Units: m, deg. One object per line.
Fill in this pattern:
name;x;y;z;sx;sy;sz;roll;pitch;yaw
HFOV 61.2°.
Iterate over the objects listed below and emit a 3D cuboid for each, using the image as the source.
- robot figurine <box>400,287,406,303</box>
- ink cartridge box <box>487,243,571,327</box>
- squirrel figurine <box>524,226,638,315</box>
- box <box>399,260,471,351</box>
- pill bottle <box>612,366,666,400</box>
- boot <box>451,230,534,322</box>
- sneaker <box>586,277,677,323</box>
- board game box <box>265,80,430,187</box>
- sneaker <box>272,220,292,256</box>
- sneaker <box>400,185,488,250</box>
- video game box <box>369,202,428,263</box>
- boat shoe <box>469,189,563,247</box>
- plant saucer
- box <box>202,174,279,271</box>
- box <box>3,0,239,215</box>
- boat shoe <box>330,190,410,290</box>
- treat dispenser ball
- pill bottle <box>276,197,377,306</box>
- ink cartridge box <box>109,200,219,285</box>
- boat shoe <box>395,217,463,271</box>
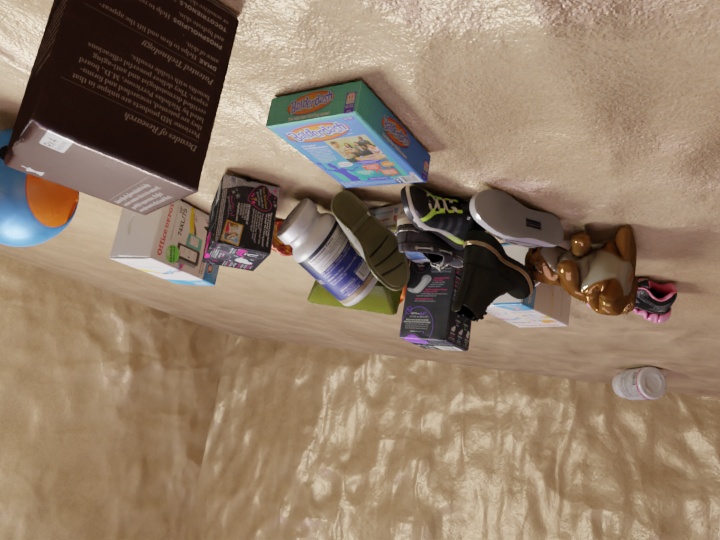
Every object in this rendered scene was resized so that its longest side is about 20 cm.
robot figurine;0.037;0.025;1.451;0.196;0.146;0.117;1;143;38
ink cartridge box;0.341;0.037;1.246;0.197;0.129;0.127;22;162;-37
squirrel figurine;0.393;0.010;1.096;0.183;0.146;0.199;8;165;38
box;0.169;0.059;1.300;0.120;0.206;0.105;-1;163;38
pill bottle;1.025;0.420;2.252;0.110;0.117;0.200;11;167;-4
boot;0.222;0.041;1.046;0.198;0.142;0.076;33;157;-36
sneaker;0.558;0.043;1.263;0.193;0.081;0.097;9;144;5
board game box;-0.011;-0.178;0.841;0.148;0.046;0.199;2;164;33
sneaker;-0.206;-0.084;1.351;0.194;0.075;0.077;16;-172;-5
sneaker;0.148;-0.103;1.018;0.082;0.074;0.197;-32;143;34
video game box;0.112;-0.070;1.173;0.197;0.048;0.179;22;159;-38
boat shoe;0.245;-0.073;0.999;0.196;0.076;0.065;20;159;-28
plant saucer;0.000;0.000;1.323;0.193;0.202;0.049;7;129;10
box;-0.234;-0.086;1.185;0.111;0.137;0.199;11;167;-19
box;-0.251;-0.192;0.643;0.161;0.207;0.164;20;164;-36
boat shoe;0.022;-0.054;1.093;0.074;0.202;0.068;-35;177;1
treat dispenser ball;-0.608;-0.146;1.085;0.194;0.207;0.201;10;166;2
pill bottle;-0.060;-0.037;1.175;0.200;0.117;0.115;43;155;-18
ink cartridge box;-0.428;-0.067;1.375;0.142;0.151;0.199;2;164;32
boat shoe;0.128;-0.031;1.088;0.071;0.065;0.198;-7;158;40
